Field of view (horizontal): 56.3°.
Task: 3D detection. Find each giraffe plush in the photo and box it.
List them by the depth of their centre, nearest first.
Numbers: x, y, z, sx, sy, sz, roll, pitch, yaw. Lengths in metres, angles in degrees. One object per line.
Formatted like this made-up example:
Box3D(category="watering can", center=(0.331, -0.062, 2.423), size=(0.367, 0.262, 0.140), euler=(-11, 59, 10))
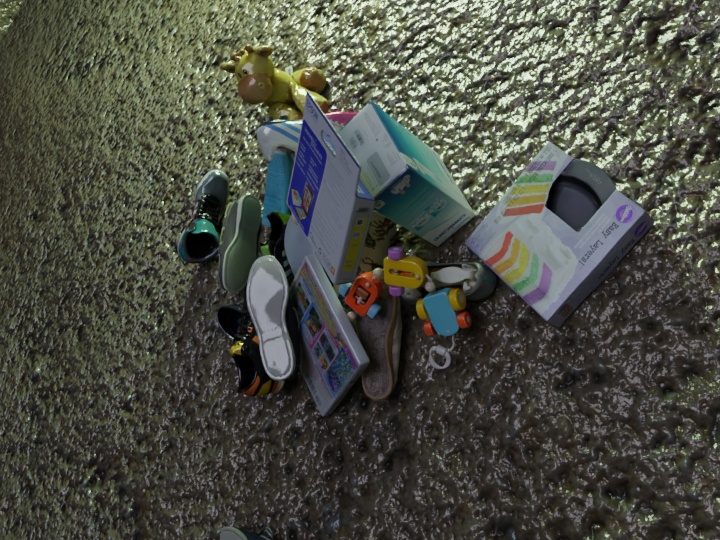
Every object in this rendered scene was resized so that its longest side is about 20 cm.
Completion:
Box3D(category="giraffe plush", center=(-0.176, -0.365, 1.314), size=(0.172, 0.162, 0.202), euler=(-37, 56, 22))

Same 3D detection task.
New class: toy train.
Box3D(category="toy train", center=(0.071, 0.045, 0.987), size=(0.199, 0.056, 0.151), euler=(34, 124, 14))

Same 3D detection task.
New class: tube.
Box3D(category="tube", center=(-0.154, -0.177, 1.289), size=(0.077, 0.050, 0.203), euler=(22, 108, 45))

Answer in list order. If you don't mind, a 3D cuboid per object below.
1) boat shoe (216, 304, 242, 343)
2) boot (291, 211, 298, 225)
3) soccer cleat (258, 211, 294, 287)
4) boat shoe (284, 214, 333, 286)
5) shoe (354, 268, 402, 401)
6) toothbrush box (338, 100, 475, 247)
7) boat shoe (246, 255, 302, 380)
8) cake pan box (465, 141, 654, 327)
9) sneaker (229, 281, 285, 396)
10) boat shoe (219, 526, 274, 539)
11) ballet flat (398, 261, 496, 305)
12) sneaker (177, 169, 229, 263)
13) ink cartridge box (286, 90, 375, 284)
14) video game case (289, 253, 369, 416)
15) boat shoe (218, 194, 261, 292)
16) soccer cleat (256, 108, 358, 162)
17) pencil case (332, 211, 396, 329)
Box3D(category="boat shoe", center=(-0.198, 0.123, 1.227), size=(0.199, 0.062, 0.075), euler=(36, 97, 37))
Box3D(category="boot", center=(-0.076, -0.150, 1.174), size=(0.106, 0.076, 0.201), euler=(-13, 38, 7))
Box3D(category="soccer cleat", center=(-0.152, -0.009, 1.224), size=(0.067, 0.081, 0.203), euler=(-11, 68, 34))
Box3D(category="boat shoe", center=(-0.077, -0.012, 1.177), size=(0.073, 0.068, 0.201), euler=(-29, 65, 23))
Box3D(category="shoe", center=(0.029, 0.100, 1.049), size=(0.069, 0.053, 0.203), euler=(-1, 80, 17))
Box3D(category="toothbrush box", center=(0.069, -0.142, 1.024), size=(0.085, 0.199, 0.147), euler=(-40, 55, 22))
Box3D(category="boat shoe", center=(-0.135, 0.078, 1.100), size=(0.073, 0.060, 0.203), euler=(-16, 80, 11))
Box3D(category="cake pan box", center=(0.271, -0.055, 0.935), size=(0.200, 0.052, 0.185), euler=(-50, 54, 13))
Box3D(category="sneaker", center=(-0.180, 0.111, 1.131), size=(0.069, 0.089, 0.203), euler=(-12, 83, 40))
Box3D(category="boat shoe", center=(-0.155, 0.457, 1.074), size=(0.199, 0.061, 0.076), euler=(0, 90, 47))
Box3D(category="ballet flat", center=(0.109, 0.014, 1.027), size=(0.198, 0.063, 0.068), euler=(-5, 74, 37))
Box3D(category="sneaker", center=(-0.310, -0.101, 1.358), size=(0.121, 0.083, 0.202), euler=(34, 104, 61))
Box3D(category="ink cartridge box", center=(-0.043, -0.121, 0.974), size=(0.199, 0.046, 0.202), euler=(59, 143, 39))
Box3D(category="video game case", center=(-0.067, 0.107, 1.081), size=(0.201, 0.023, 0.183), euler=(62, 144, 24))
Box3D(category="boat shoe", center=(-0.244, -0.050, 1.321), size=(0.060, 0.071, 0.204), euler=(-9, 62, 39))
Box3D(category="soccer cleat", center=(-0.089, -0.241, 1.228), size=(0.070, 0.197, 0.088), euler=(-176, 76, -78))
Box3D(category="pencil case", center=(0.000, 0.000, 1.109), size=(0.077, 0.089, 0.203), euler=(15, 83, 11))
